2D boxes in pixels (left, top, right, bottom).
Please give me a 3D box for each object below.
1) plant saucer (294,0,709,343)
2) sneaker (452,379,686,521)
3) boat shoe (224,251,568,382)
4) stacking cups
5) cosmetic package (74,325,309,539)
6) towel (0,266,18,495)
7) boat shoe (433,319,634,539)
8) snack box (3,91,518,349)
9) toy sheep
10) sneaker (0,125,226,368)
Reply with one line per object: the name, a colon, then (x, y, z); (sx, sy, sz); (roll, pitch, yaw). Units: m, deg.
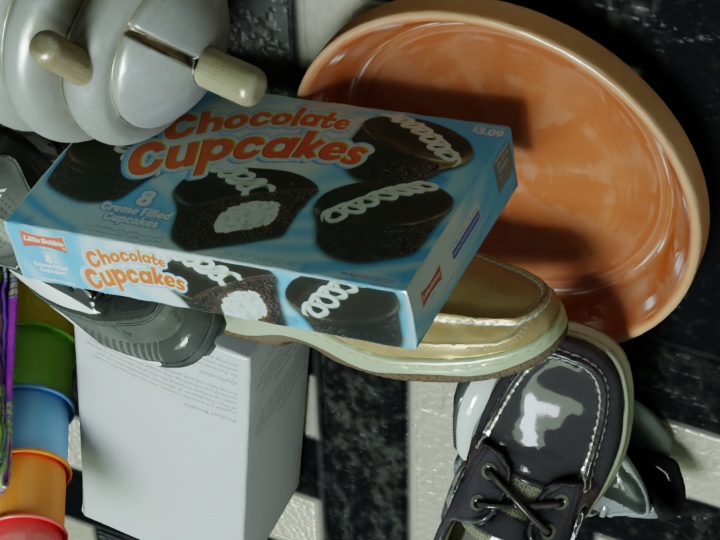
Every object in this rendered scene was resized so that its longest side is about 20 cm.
plant saucer: (0.065, -0.045, 0.980); (0.200, 0.032, 0.200); (18, 138, 17)
sneaker: (0.108, 0.125, 1.100); (0.115, 0.075, 0.200); (13, 137, 18)
boat shoe: (0.000, 0.000, 0.996); (0.200, 0.072, 0.076); (6, 123, 29)
stacking cups: (-0.176, 0.093, 1.149); (0.060, 0.200, 0.061); (-5, 146, -3)
cosmetic package: (-0.091, 0.067, 1.156); (0.108, 0.085, 0.200); (22, 141, 13)
towel: (-0.216, 0.049, 1.151); (0.023, 0.200, 0.144); (12, 148, -25)
boat shoe: (0.076, 0.114, 1.025); (0.072, 0.065, 0.200); (25, 125, 5)
snack box: (-0.044, -0.030, 0.949); (0.200, 0.116, 0.037); (9, 133, 25)
toy sheep: (-0.127, -0.118, 0.947); (0.200, 0.138, 0.138); (33, 144, 24)
sneaker: (-0.151, -0.016, 1.026); (0.200, 0.066, 0.090); (37, -168, 32)
